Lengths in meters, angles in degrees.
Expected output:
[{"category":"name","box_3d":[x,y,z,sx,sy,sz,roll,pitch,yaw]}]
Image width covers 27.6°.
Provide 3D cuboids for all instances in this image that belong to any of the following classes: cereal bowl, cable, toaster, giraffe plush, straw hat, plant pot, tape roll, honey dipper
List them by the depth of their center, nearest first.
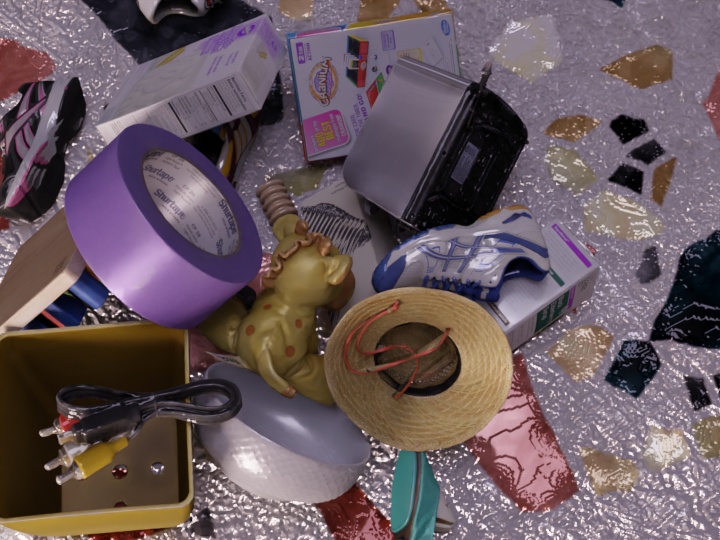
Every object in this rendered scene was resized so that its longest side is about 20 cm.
[{"category":"cable","box_3d":[-0.219,0.143,1.444,0.199,0.051,0.097,-15,47,-19]},{"category":"tape roll","box_3d":[-0.199,-0.045,1.495,0.085,0.200,0.201,-38,64,24]},{"category":"plant pot","box_3d":[-0.265,0.183,1.532,0.199,0.177,0.201,-5,64,-1]},{"category":"cereal bowl","box_3d":[-0.092,0.182,1.540,0.199,0.200,0.084,31,105,15]},{"category":"straw hat","box_3d":[0.059,0.085,1.550,0.200,0.202,0.085,-5,24,-1]},{"category":"giraffe plush","box_3d":[-0.073,0.032,1.557,0.172,0.200,0.163,31,94,15]},{"category":"toaster","box_3d":[0.090,-0.132,1.641,0.118,0.181,0.201,27,91,28]},{"category":"honey dipper","box_3d":[-0.067,-0.014,1.705,0.038,0.038,0.201,-23,70,-10]}]

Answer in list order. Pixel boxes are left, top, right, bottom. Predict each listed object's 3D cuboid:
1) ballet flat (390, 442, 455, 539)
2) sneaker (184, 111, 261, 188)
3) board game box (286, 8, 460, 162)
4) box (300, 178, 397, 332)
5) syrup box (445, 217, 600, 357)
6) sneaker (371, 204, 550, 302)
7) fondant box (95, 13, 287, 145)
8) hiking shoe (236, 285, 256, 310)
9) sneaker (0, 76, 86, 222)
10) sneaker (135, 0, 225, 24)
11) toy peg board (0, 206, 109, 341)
[{"category":"ballet flat","box_3d":[0.064,0.283,1.549,0.070,0.067,0.201,17,63,-18]},{"category":"sneaker","box_3d":[-0.165,-0.170,1.748,0.074,0.090,0.201,8,65,5]},{"category":"board game box","box_3d":[0.020,-0.221,1.747,0.199,0.040,0.154,-9,107,-3]},{"category":"box","box_3d":[0.000,0.000,1.661,0.082,0.068,0.201,-29,61,23]},{"category":"syrup box","box_3d":[0.168,0.036,1.648,0.199,0.079,0.082,-33,68,-14]},{"category":"sneaker","box_3d":[0.112,-0.002,1.581,0.199,0.075,0.089,-20,67,-11]},{"category":"fondant box","box_3d":[-0.196,-0.213,1.712,0.199,0.058,0.145,-16,31,23]},{"category":"hiking shoe","box_3d":[-0.196,-0.023,1.686,0.199,0.076,0.101,27,71,14]},{"category":"sneaker","box_3d":[-0.400,-0.145,1.760,0.086,0.081,0.201,6,56,17]},{"category":"sneaker","box_3d":[-0.188,-0.365,1.856,0.199,0.074,0.089,-21,65,2]},{"category":"toy peg board","box_3d":[-0.309,0.015,1.586,0.098,0.200,0.200,39,35,-21]}]
